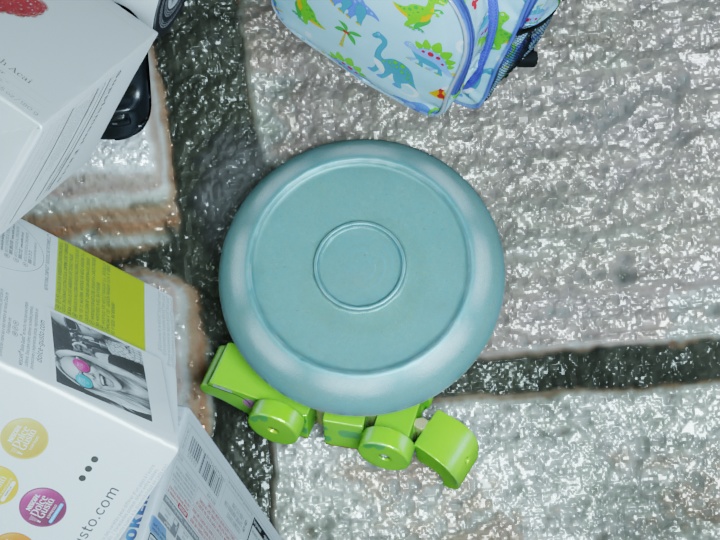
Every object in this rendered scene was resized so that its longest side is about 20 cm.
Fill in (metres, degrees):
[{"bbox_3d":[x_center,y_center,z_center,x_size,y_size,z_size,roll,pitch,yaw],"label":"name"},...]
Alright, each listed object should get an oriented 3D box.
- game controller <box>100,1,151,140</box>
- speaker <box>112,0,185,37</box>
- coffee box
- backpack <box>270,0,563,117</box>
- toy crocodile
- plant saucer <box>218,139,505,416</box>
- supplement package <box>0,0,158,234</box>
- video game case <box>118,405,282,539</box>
[{"bbox_3d":[-0.243,-0.148,1.770,0.199,0.042,0.105,7,114,14],"label":"game controller"},{"bbox_3d":[-0.216,-0.237,1.767,0.199,0.081,0.081,25,94,7],"label":"speaker"},{"bbox_3d":[-0.252,0.095,1.649,0.197,0.200,0.200,27,113,-18],"label":"coffee box"},{"bbox_3d":[0.047,-0.211,1.654,0.183,0.200,0.147,34,53,6],"label":"backpack"},{"bbox_3d":[-0.014,0.099,1.759,0.199,0.062,0.068,15,59,9],"label":"toy crocodile"},{"bbox_3d":[0.000,0.000,1.738,0.199,0.027,0.201,-1,73,4],"label":"plant saucer"},{"bbox_3d":[-0.239,-0.115,1.645,0.121,0.200,0.120,34,118,2],"label":"supplement package"},{"bbox_3d":[-0.113,0.216,1.672,0.022,0.200,0.183,4,59,23],"label":"video game case"}]
